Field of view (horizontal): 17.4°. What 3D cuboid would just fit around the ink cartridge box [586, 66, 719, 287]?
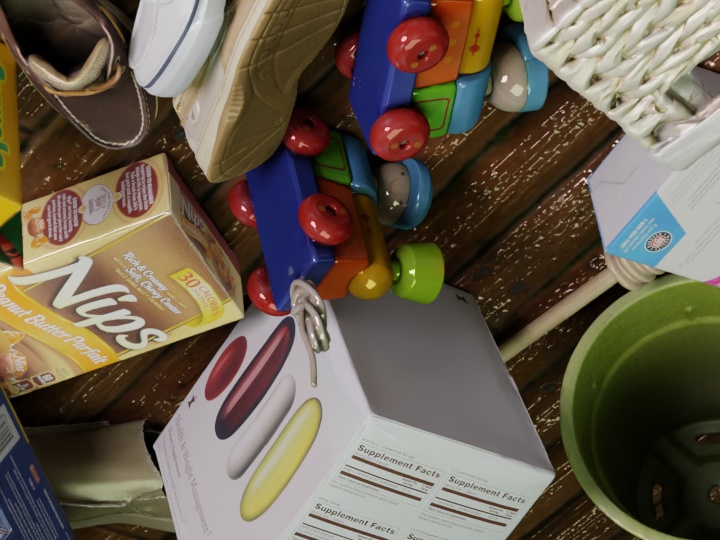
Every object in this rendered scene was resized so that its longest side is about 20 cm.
[{"bbox_3d":[0.260,-0.046,1.497,0.200,0.068,0.115,16,133,-27],"label":"ink cartridge box"}]

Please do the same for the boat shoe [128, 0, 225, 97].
[{"bbox_3d":[-0.102,-0.185,1.267,0.067,0.074,0.200,8,124,-23],"label":"boat shoe"}]

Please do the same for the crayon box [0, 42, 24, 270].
[{"bbox_3d":[-0.256,-0.093,1.295,0.200,0.127,0.051,27,128,-37],"label":"crayon box"}]

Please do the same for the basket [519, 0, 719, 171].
[{"bbox_3d":[0.157,-0.178,1.230,0.123,0.200,0.136,30,126,-29],"label":"basket"}]

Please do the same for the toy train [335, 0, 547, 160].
[{"bbox_3d":[0.060,-0.156,1.314,0.116,0.085,0.200,-9,141,-18],"label":"toy train"}]

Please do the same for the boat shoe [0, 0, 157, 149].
[{"bbox_3d":[-0.166,-0.126,1.315,0.072,0.072,0.200,-15,139,6],"label":"boat shoe"}]

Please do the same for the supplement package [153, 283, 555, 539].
[{"bbox_3d":[-0.011,0.123,1.518,0.147,0.191,0.200,21,118,-30],"label":"supplement package"}]

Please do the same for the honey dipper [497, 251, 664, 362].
[{"bbox_3d":[0.138,0.028,1.584,0.038,0.038,0.200,25,130,-34],"label":"honey dipper"}]

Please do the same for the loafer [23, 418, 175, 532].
[{"bbox_3d":[-0.171,0.135,1.623,0.200,0.076,0.067,6,135,-30],"label":"loafer"}]

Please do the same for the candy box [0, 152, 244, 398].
[{"bbox_3d":[-0.187,0.010,1.482,0.200,0.055,0.115,-19,139,12],"label":"candy box"}]

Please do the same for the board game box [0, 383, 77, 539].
[{"bbox_3d":[-0.294,0.137,1.537,0.200,0.062,0.200,12,139,31],"label":"board game box"}]

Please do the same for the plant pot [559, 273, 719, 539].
[{"bbox_3d":[0.244,0.129,1.622,0.200,0.200,0.190,-13,154,4],"label":"plant pot"}]

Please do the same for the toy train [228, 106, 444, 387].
[{"bbox_3d":[0.000,0.000,1.401,0.116,0.200,0.085,10,136,-29],"label":"toy train"}]

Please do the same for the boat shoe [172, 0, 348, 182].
[{"bbox_3d":[-0.065,-0.134,1.327,0.074,0.069,0.200,-22,154,-37],"label":"boat shoe"}]
